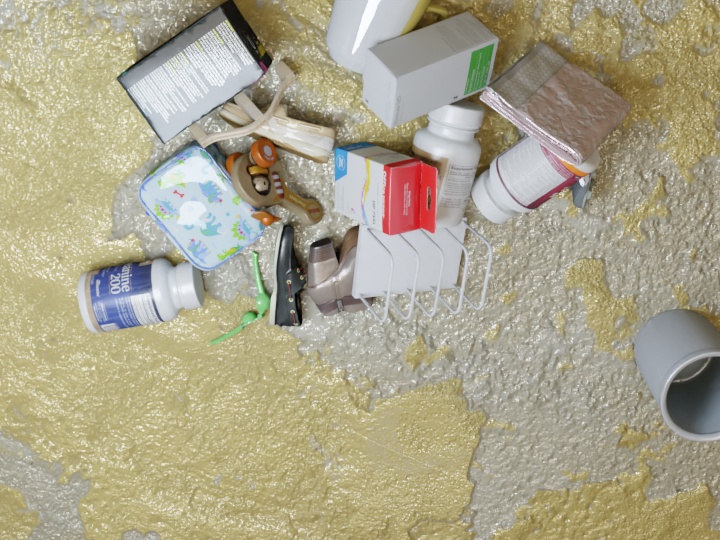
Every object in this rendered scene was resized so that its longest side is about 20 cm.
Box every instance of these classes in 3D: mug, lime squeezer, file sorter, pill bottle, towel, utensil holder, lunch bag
[{"bbox_3d":[0.034,-0.387,1.578,0.186,0.149,0.153,24,117,-2],"label":"mug"},{"bbox_3d":[-0.204,0.069,1.803,0.071,0.038,0.200,24,110,-10],"label":"lime squeezer"},{"bbox_3d":[0.107,0.000,1.694,0.200,0.125,0.139,-6,119,-24],"label":"file sorter"},{"bbox_3d":[0.138,-0.182,1.669,0.114,0.114,0.200,12,110,-5],"label":"pill bottle"},{"bbox_3d":[0.312,-0.267,1.578,0.191,0.200,0.032,39,140,10],"label":"towel"},{"bbox_3d":[0.584,0.177,1.769,0.170,0.200,0.170,-1,112,-1],"label":"utensil holder"},{"bbox_3d":[0.284,-0.164,1.652,0.110,0.110,0.200,43,130,-15],"label":"pill bottle"},{"bbox_3d":[-0.380,0.040,1.749,0.200,0.111,0.111,-10,111,3],"label":"pill bottle"},{"bbox_3d":[-0.270,-0.110,1.708,0.161,0.082,0.200,-35,108,11],"label":"lunch bag"}]

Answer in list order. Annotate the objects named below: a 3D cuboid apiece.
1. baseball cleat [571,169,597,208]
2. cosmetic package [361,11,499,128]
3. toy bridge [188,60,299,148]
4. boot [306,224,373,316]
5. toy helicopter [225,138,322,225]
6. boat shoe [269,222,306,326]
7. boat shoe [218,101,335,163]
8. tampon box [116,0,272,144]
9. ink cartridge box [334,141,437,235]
[{"bbox_3d":[0.357,-0.207,1.698,0.106,0.070,0.200,8,107,10],"label":"baseball cleat"},{"bbox_3d":[0.108,-0.315,1.571,0.200,0.085,0.108,-27,148,-23],"label":"cosmetic package"},{"bbox_3d":[-0.179,-0.262,1.626,0.200,0.027,0.067,-38,73,-12],"label":"toy bridge"},{"bbox_3d":[0.000,0.000,1.770,0.200,0.070,0.146,-13,119,2],"label":"boot"},{"bbox_3d":[-0.137,-0.121,1.677,0.079,0.132,0.200,-22,144,36],"label":"toy helicopter"},{"bbox_3d":[-0.125,0.008,1.761,0.063,0.074,0.202,5,118,2],"label":"boat shoe"},{"bbox_3d":[-0.135,-0.243,1.671,0.200,0.074,0.069,23,86,-1],"label":"boat shoe"},{"bbox_3d":[-0.258,-0.319,1.591,0.200,0.150,0.126,-31,107,11],"label":"tampon box"},{"bbox_3d":[0.039,-0.132,1.642,0.067,0.200,0.116,-14,115,-33],"label":"ink cartridge box"}]
